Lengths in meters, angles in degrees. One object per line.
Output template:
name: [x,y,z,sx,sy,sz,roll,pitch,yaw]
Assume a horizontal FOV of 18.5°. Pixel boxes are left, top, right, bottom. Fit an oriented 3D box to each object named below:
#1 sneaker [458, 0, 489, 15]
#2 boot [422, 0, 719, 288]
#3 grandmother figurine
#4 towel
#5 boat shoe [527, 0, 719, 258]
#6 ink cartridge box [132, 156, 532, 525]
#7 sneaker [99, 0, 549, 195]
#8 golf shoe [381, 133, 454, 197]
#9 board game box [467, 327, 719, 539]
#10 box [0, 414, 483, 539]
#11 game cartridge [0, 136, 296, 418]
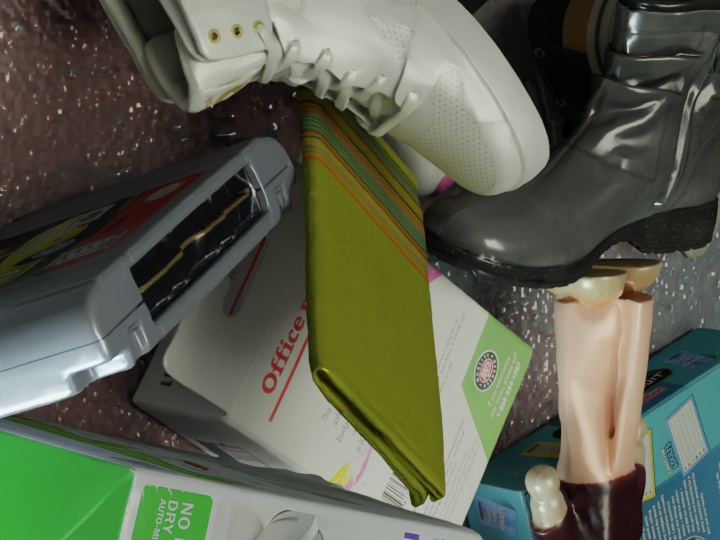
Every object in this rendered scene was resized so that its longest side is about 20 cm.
sneaker: [0.083,-0.183,1.044,0.200,0.095,0.079,-51,127,-25]
boot: [0.109,-0.070,1.018,0.200,0.070,0.132,-16,128,-46]
grandmother figurine: [0.114,0.099,1.064,0.121,0.060,0.201,-11,102,-48]
towel: [0.000,0.000,0.889,0.086,0.018,0.200,47,24,-32]
boat shoe: [0.141,-0.078,1.135,0.075,0.062,0.200,-63,142,-21]
ink cartridge box: [-0.021,0.037,0.989,0.200,0.067,0.117,39,67,-39]
sneaker: [-0.024,-0.082,0.879,0.200,0.074,0.116,46,59,-5]
golf shoe: [-0.024,-0.108,0.978,0.091,0.075,0.200,-37,114,-20]
board game box: [0.148,0.139,1.174,0.200,0.047,0.151,-27,112,-38]
box: [-0.088,0.112,0.846,0.176,0.200,0.097,17,84,-44]
game cartridge: [-0.113,0.007,0.823,0.041,0.133,0.200,64,23,-11]
